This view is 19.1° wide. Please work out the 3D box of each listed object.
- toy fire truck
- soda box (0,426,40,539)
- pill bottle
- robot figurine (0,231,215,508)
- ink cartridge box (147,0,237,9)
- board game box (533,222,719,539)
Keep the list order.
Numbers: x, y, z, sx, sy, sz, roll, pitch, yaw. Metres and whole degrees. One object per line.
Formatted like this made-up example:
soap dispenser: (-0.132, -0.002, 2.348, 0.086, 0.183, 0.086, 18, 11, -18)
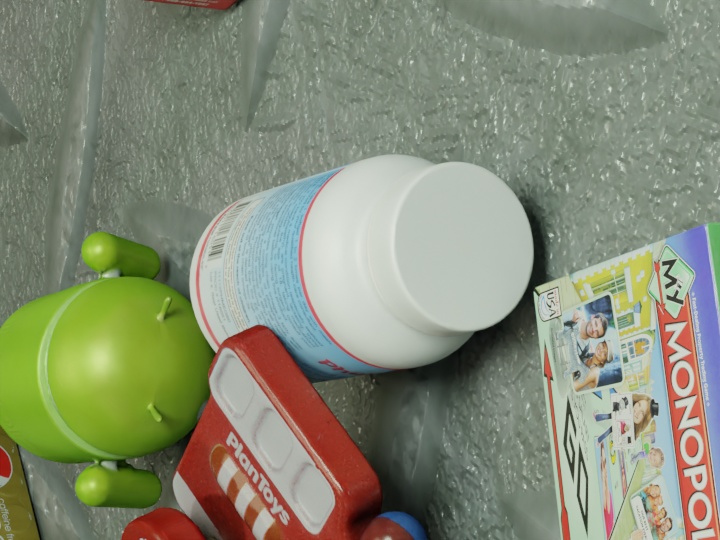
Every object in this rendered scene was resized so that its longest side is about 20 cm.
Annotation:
toy fire truck: (-0.029, 0.148, 1.101, 0.200, 0.112, 0.168, 53, 144, 23)
soda box: (-0.293, 0.194, 1.643, 0.064, 0.068, 0.200, -56, 43, 43)
pill bottle: (0.000, 0.000, 1.104, 0.200, 0.109, 0.109, -12, 78, 59)
robot figurine: (-0.169, 0.066, 1.386, 0.200, 0.116, 0.176, -13, 73, 59)
ink cartridge box: (-0.101, -0.234, 1.247, 0.200, 0.147, 0.083, -31, 61, 55)
board game box: (0.135, 0.091, 0.947, 0.135, 0.029, 0.200, -25, 68, 58)
